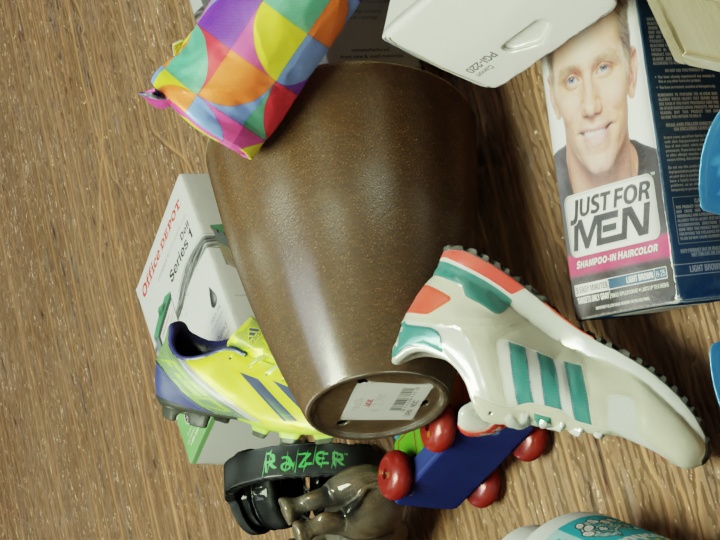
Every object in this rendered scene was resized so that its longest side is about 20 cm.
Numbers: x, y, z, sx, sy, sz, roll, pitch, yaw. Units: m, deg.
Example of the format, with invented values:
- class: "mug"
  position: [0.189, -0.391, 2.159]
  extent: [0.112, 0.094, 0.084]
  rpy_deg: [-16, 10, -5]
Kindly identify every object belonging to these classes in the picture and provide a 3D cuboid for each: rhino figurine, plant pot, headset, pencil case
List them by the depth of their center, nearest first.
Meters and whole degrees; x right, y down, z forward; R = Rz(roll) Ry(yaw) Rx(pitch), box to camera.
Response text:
- class: "pencil case"
  position: [-0.052, -0.166, 1.104]
  extent: [0.201, 0.088, 0.088]
  rpy_deg: [-53, 41, 5]
- class: "plant pot"
  position: [0.000, 0.000, 1.165]
  extent: [0.187, 0.185, 0.201]
  rpy_deg: [127, 142, -49]
- class: "rhino figurine"
  position: [-0.006, 0.201, 1.312]
  extent: [0.200, 0.087, 0.060]
  rpy_deg: [85, 161, -61]
- class: "headset"
  position: [-0.044, 0.155, 1.381]
  extent: [0.200, 0.122, 0.095]
  rpy_deg: [97, 170, -70]

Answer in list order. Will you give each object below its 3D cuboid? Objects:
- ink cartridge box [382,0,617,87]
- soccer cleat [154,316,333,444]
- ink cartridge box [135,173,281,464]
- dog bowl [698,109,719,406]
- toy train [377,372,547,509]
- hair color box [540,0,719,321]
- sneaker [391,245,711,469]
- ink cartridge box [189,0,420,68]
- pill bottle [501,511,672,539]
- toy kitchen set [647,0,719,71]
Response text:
- class: "ink cartridge box"
  position: [0.095, -0.227, 1.036]
  extent: [0.145, 0.084, 0.202]
  rpy_deg: [-31, 44, 57]
- class: "soccer cleat"
  position: [-0.065, 0.078, 1.311]
  extent: [0.199, 0.065, 0.084]
  rpy_deg: [6, 96, 26]
- class: "ink cartridge box"
  position: [-0.110, 0.038, 1.479]
  extent: [0.147, 0.084, 0.201]
  rpy_deg: [-64, 36, 37]
- class: "dog bowl"
  position: [0.235, 0.001, 0.934]
  extent: [0.111, 0.049, 0.202]
  rpy_deg: [-2, 93, 60]
- class: "toy train"
  position: [0.077, 0.070, 1.196]
  extent: [0.200, 0.084, 0.116]
  rpy_deg: [126, 144, -48]
- class: "hair color box"
  position: [0.161, -0.077, 1.038]
  extent: [0.100, 0.060, 0.202]
  rpy_deg: [-16, 80, 59]
- class: "sneaker"
  position: [0.108, 0.073, 1.054]
  extent: [0.199, 0.094, 0.070]
  rpy_deg: [36, 174, 13]
- class: "ink cartridge box"
  position: [-0.052, -0.198, 1.283]
  extent: [0.145, 0.083, 0.201]
  rpy_deg: [-40, 63, 51]
- class: "pill bottle"
  position: [0.154, 0.206, 1.041]
  extent: [0.200, 0.110, 0.112]
  rpy_deg: [12, 105, 58]
- class: "toy kitchen set"
  position: [0.224, -0.221, 0.884]
  extent: [0.163, 0.180, 0.201]
  rpy_deg: [27, 152, 59]
